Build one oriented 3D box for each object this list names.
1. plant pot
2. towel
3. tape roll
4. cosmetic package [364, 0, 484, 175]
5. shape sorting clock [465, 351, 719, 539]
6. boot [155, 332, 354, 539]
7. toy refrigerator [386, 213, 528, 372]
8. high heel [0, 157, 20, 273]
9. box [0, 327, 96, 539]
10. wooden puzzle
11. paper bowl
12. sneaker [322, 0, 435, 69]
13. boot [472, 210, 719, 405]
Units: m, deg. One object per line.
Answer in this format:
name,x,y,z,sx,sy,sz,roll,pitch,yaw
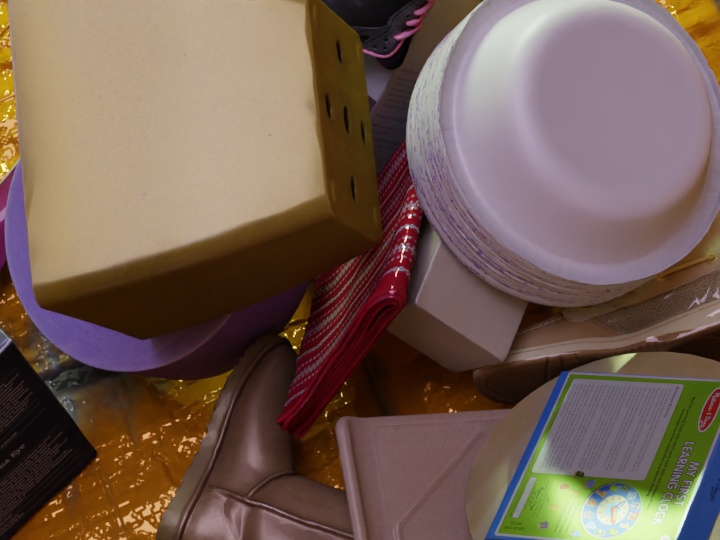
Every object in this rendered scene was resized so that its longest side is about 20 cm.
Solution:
plant pot,-0.090,-0.079,1.515,0.175,0.200,0.202,-9,80,13
towel,0.000,0.000,1.603,0.022,0.145,0.201,28,38,-13
tape roll,-0.133,-0.029,1.672,0.198,0.085,0.202,-3,83,24
cosmetic package,0.008,-0.164,1.699,0.113,0.081,0.201,36,108,28
shape sorting clock,0.160,0.126,1.499,0.199,0.039,0.201,-16,38,13
boot,-0.010,0.150,1.607,0.199,0.066,0.176,19,73,19
toy refrigerator,0.081,-0.042,1.607,0.070,0.076,0.201,-17,46,59
high heel,-0.213,-0.055,1.771,0.199,0.067,0.097,-28,83,-1
box,-0.294,0.058,1.653,0.104,0.182,0.200,-42,62,-9
wooden puzzle,0.088,0.173,1.543,0.198,0.037,0.186,0,60,-18
paper bowl,0.136,-0.086,1.537,0.199,0.104,0.202,6,73,-19
sneaker,0.024,-0.182,1.614,0.199,0.079,0.096,-16,102,30
boot,0.157,-0.003,1.630,0.198,0.073,0.156,-16,62,4
